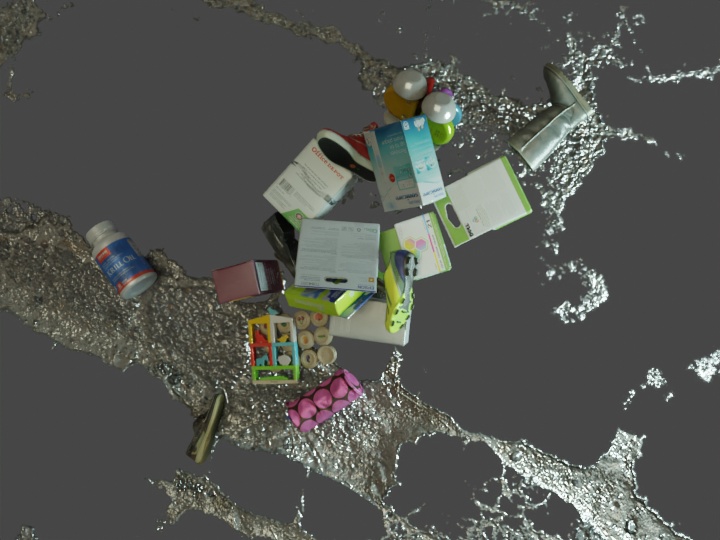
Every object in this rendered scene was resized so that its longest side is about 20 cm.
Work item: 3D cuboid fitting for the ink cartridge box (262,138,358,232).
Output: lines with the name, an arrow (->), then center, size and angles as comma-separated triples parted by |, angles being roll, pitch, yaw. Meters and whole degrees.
ink cartridge box -> -0.125, -0.213, 1.697 | 0.147, 0.083, 0.200 | 46, 99, 7

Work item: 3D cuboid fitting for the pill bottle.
pill bottle -> -0.652, -0.032, 1.797 | 0.112, 0.112, 0.200 | -40, 83, 10

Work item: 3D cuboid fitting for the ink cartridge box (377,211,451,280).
ink cartridge box -> 0.110, -0.044, 1.654 | 0.199, 0.076, 0.149 | -18, 87, 10

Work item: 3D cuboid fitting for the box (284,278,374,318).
box -> -0.076, 0.052, 1.623 | 0.199, 0.122, 0.048 | 9, 129, 40

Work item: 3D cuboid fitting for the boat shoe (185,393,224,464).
boat shoe -> -0.418, 0.419, 1.774 | 0.065, 0.073, 0.201 | 19, 95, 6

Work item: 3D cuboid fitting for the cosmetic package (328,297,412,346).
cosmetic package -> 0.026, 0.122, 1.672 | 0.199, 0.090, 0.107 | 9, 92, 9

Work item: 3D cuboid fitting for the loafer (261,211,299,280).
loafer -> -0.191, -0.051, 1.729 | 0.072, 0.073, 0.201 | -29, 81, 33

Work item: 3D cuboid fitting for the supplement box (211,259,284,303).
supplement box -> -0.278, 0.025, 1.673 | 0.110, 0.200, 0.086 | -14, 89, 11

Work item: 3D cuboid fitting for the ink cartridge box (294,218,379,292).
ink cartridge box -> -0.055, -0.030, 1.597 | 0.195, 0.043, 0.201 | 5, 59, -1

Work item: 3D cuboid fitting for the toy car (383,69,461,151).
toy car -> 0.160, -0.397, 1.614 | 0.200, 0.175, 0.150 | 40, 60, 12

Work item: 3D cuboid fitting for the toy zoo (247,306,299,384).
toy zoo -> -0.228, 0.195, 1.738 | 0.131, 0.020, 0.201 | -5, 91, 18

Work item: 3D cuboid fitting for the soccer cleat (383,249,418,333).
soccer cleat -> 0.086, 0.049, 1.600 | 0.083, 0.065, 0.201 | 13, 93, 41

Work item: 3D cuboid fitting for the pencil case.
pencil case -> -0.094, 0.329, 1.700 | 0.200, 0.091, 0.094 | -34, 78, 8

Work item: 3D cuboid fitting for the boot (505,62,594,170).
boot -> 0.432, -0.369, 1.593 | 0.200, 0.073, 0.182 | -39, 81, 17

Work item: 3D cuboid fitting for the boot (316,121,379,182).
boot -> -0.017, -0.323, 1.624 | 0.072, 0.200, 0.145 | -16, 55, 47

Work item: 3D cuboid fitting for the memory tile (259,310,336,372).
memory tile -> -0.166, 0.183, 1.737 | 0.199, 0.017, 0.154 | -11, 89, 17

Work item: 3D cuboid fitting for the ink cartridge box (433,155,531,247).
ink cartridge box -> 0.291, -0.165, 1.609 | 0.199, 0.076, 0.148 | -26, 86, 15

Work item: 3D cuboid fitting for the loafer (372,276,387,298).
loafer -> 0.000, 0.000, 1.671 | 0.199, 0.075, 0.070 | 31, 67, 15

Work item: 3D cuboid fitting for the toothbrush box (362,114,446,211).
toothbrush box -> 0.104, -0.251, 1.571 | 0.146, 0.085, 0.201 | -1, 109, 53
